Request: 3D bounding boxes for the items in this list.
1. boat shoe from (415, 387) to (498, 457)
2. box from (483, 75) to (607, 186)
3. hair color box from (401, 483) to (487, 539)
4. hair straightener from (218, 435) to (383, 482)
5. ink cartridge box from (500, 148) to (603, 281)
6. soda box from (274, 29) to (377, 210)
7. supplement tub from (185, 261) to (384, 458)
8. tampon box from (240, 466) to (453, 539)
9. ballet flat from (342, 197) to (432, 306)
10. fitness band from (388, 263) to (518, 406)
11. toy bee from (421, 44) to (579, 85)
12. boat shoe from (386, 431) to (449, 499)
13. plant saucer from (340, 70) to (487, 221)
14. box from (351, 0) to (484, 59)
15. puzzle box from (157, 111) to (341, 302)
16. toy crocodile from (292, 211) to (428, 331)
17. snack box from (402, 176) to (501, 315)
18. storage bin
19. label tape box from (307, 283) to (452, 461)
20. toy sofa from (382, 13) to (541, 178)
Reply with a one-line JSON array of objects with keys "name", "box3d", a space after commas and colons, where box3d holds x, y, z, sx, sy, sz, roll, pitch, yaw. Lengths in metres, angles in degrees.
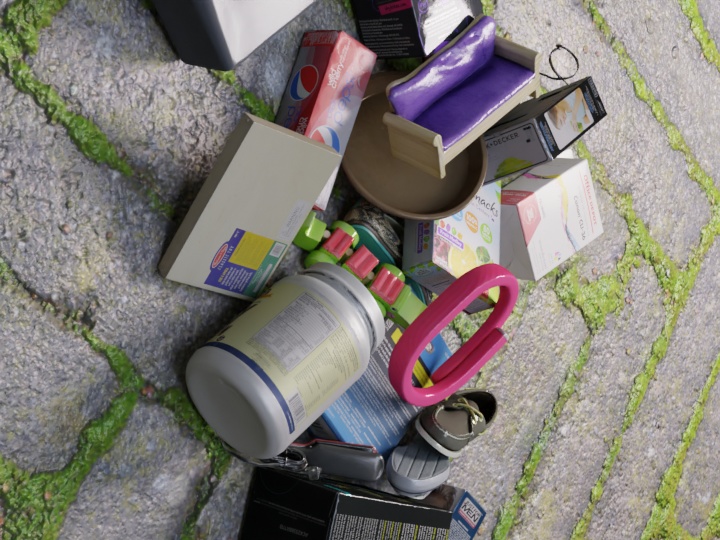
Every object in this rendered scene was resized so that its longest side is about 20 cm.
[{"name": "boat shoe", "box3d": [0.126, 0.187, 1.729, 0.060, 0.072, 0.202, -48, 167, 15]}, {"name": "box", "box3d": [0.227, -0.182, 1.767, 0.200, 0.116, 0.060, -37, 105, -53]}, {"name": "hair color box", "box3d": [0.066, 0.365, 1.719, 0.061, 0.100, 0.201, 50, 61, -33]}, {"name": "hair straightener", "box3d": [-0.066, 0.209, 1.555, 0.199, 0.077, 0.041, 16, 94, -16]}, {"name": "ink cartridge box", "box3d": [0.266, -0.082, 1.884, 0.200, 0.067, 0.117, -33, 116, -36]}, {"name": "soda box", "box3d": [-0.051, -0.174, 1.574, 0.070, 0.063, 0.201, 27, 76, -42]}, {"name": "supplement tub", "box3d": [-0.080, 0.096, 1.519, 0.200, 0.144, 0.146, -42, 121, -33]}, {"name": "tampon box", "box3d": [-0.019, 0.317, 1.598, 0.199, 0.149, 0.127, 19, 82, -43]}, {"name": "ballet flat", "box3d": [0.047, -0.010, 1.690, 0.201, 0.067, 0.075, 58, 43, -28]}, {"name": "fitness band", "box3d": [0.116, 0.079, 1.639, 0.200, 0.037, 0.144, -44, 146, -8]}, {"name": "toy bee", "box3d": [0.162, -0.242, 1.755, 0.199, 0.109, 0.132, 20, 73, -14]}, {"name": "boat shoe", "box3d": [0.075, 0.253, 1.689, 0.200, 0.073, 0.067, -24, 134, -70]}, {"name": "plant saucer", "box3d": [0.058, -0.148, 1.644, 0.199, 0.029, 0.202, 8, 66, -18]}, {"name": "box", "box3d": [0.056, -0.365, 1.626, 0.122, 0.106, 0.201, -31, 115, -37]}, {"name": "puzzle box", "box3d": [-0.121, -0.064, 1.484, 0.133, 0.025, 0.201, 18, 111, -44]}, {"name": "toy crocodile", "box3d": [0.000, 0.000, 1.609, 0.200, 0.062, 0.068, 41, 62, -5]}, {"name": "snack box", "box3d": [0.117, -0.065, 1.712, 0.142, 0.053, 0.201, 33, 51, -42]}, {"name": "storage bin", "box3d": [-0.128, -0.310, 1.445, 0.200, 0.145, 0.135, -46, 133, -30]}, {"name": "label tape box", "box3d": [0.015, 0.133, 1.670, 0.200, 0.063, 0.145, -51, 127, -27]}, {"name": "toy sofa", "box3d": [0.122, -0.208, 1.602, 0.200, 0.083, 0.098, -40, 141, -28]}]
